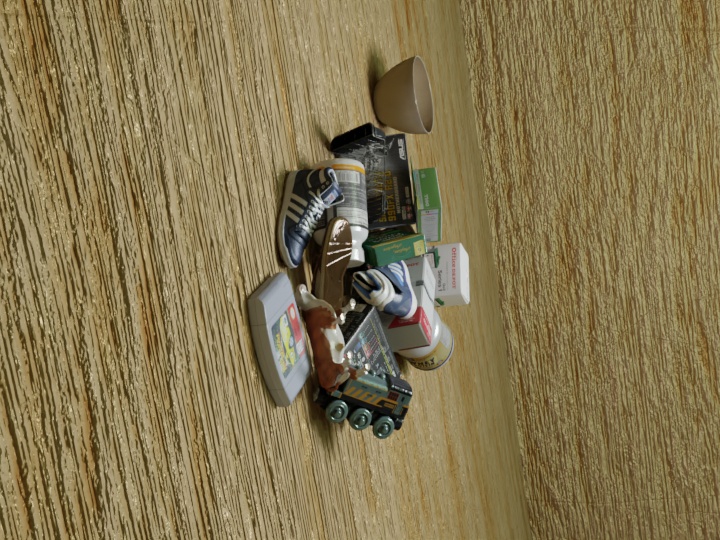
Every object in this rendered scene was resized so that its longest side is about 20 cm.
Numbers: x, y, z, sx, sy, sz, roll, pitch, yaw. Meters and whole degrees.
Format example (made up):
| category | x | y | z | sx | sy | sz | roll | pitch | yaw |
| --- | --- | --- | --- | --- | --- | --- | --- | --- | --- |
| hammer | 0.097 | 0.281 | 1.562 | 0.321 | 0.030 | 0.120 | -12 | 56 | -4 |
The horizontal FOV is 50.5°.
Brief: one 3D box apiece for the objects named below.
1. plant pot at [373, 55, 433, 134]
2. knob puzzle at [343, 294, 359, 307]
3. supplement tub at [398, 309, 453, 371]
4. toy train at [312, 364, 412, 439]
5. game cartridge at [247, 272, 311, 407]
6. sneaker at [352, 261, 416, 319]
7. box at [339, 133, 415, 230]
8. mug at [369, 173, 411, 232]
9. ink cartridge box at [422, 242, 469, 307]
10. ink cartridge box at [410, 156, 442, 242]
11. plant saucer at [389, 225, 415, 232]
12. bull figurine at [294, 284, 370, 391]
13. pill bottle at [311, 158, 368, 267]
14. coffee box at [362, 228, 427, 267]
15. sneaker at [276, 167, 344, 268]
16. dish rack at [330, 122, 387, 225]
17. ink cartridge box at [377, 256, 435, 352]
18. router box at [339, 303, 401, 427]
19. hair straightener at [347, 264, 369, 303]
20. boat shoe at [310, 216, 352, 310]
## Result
| category | x | y | z | sx | sy | sz | roll | pitch | yaw |
| --- | --- | --- | --- | --- | --- | --- | --- | --- | --- |
| plant pot | 0.109 | -0.460 | 2.058 | 0.200 | 0.131 | 0.207 | -7 | 90 | -70 |
| knob puzzle | 0.004 | 0.154 | 1.703 | 0.219 | 0.030 | 0.226 | -12 | 91 | -71 |
| supplement tub | 0.152 | 0.166 | 1.966 | 0.200 | 0.141 | 0.148 | 45 | 42 | -60 |
| toy train | 0.007 | 0.244 | 1.475 | 0.116 | 0.196 | 0.085 | -64 | -160 | 9 |
| game cartridge | -0.138 | 0.122 | 1.314 | 0.133 | 0.040 | 0.205 | -49 | 130 | -60 |
| sneaker | 0.036 | 0.008 | 1.626 | 0.145 | 0.081 | 0.202 | 27 | 28 | -40 |
| box | 0.038 | -0.197 | 1.729 | 0.048 | 0.154 | 0.206 | -12 | 95 | -87 |
| mug | 0.046 | -0.187 | 1.840 | 0.150 | 0.186 | 0.153 | 50 | 8 | 8 |
| ink cartridge box | 0.184 | 0.017 | 2.019 | 0.084 | 0.195 | 0.150 | 46 | 41 | -60 |
| ink cartridge box | 0.147 | -0.157 | 1.693 | 0.201 | 0.058 | 0.106 | 78 | 6 | -61 |
| plant saucer | 0.094 | -0.026 | 1.873 | 0.199 | 0.029 | 0.206 | -148 | -125 | -60 |
| bull figurine | -0.057 | 0.116 | 1.387 | 0.064 | 0.120 | 0.205 | -17 | 91 | -48 |
| pill bottle | -0.042 | -0.113 | 1.542 | 0.116 | 0.113 | 0.206 | 21 | 65 | -68 |
| coffee box | 0.047 | -0.052 | 1.621 | 0.199 | 0.120 | 0.045 | -161 | -121 | -68 |
| sneaker | -0.090 | -0.104 | 1.411 | 0.070 | 0.106 | 0.205 | 50 | 38 | -55 |
| dish rack | -0.002 | -0.197 | 1.632 | 0.053 | 0.152 | 0.206 | 6 | 79 | -36 |
| ink cartridge box | 0.088 | 0.077 | 1.721 | 0.203 | 0.141 | 0.085 | -80 | 151 | -43 |
| router box | 0.001 | 0.194 | 1.574 | 0.150 | 0.061 | 0.203 | -51 | 132 | -39 |
| hair straightener | 0.000 | 0.000 | 1.698 | 0.077 | 0.040 | 0.202 | 52 | 27 | -29 |
| boat shoe | -0.067 | -0.008 | 1.448 | 0.071 | 0.071 | 0.205 | -16 | 120 | -45 |
